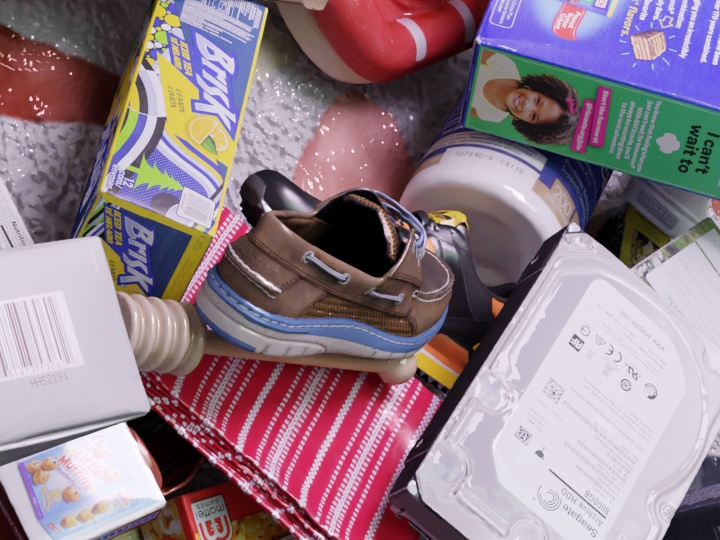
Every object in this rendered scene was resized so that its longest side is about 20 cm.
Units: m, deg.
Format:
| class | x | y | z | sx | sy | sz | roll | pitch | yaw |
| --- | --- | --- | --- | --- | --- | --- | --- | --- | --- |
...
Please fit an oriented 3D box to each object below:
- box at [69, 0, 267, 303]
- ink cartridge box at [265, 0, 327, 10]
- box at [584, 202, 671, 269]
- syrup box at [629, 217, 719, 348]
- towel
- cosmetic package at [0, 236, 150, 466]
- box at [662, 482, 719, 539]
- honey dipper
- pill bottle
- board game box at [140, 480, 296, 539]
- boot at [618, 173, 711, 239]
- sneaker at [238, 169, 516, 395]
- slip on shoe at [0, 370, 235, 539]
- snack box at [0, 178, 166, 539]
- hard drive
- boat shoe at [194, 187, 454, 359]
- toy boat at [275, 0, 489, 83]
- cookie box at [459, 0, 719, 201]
| class | x | y | z | sx | sy | sz | roll | pitch | yaw |
| --- | --- | --- | --- | --- | --- | --- | --- | --- | --- |
| box | -0.101 | -0.071 | 1.032 | 0.064 | 0.070 | 0.201 | 22 | 41 | -11 |
| ink cartridge box | -0.114 | -0.231 | 1.080 | 0.199 | 0.075 | 0.165 | 1 | 43 | -43 |
| box | 0.148 | 0.058 | 1.260 | 0.050 | 0.075 | 0.201 | 33 | 53 | -31 |
| syrup box | 0.149 | 0.055 | 1.162 | 0.199 | 0.081 | 0.079 | -32 | 83 | -32 |
| towel | -0.035 | 0.064 | 1.036 | 0.200 | 0.022 | 0.145 | 42 | 41 | -8 |
| cosmetic package | -0.196 | 0.054 | 0.853 | 0.106 | 0.200 | 0.091 | -12 | 80 | -42 |
| box | 0.198 | 0.210 | 1.156 | 0.107 | 0.199 | 0.149 | -14 | 84 | -44 |
| honey dipper | -0.046 | 0.042 | 1.003 | 0.199 | 0.038 | 0.038 | 11 | 67 | -40 |
| pill bottle | 0.109 | -0.080 | 1.248 | 0.111 | 0.111 | 0.201 | 47 | 49 | -19 |
| board game box | -0.025 | 0.204 | 1.059 | 0.151 | 0.046 | 0.201 | -13 | 84 | -45 |
| boot | 0.227 | -0.072 | 1.304 | 0.073 | 0.096 | 0.200 | 40 | 9 | 2 |
| sneaker | 0.016 | -0.013 | 1.141 | 0.090 | 0.070 | 0.200 | -50 | 120 | -3 |
| slip on shoe | -0.133 | 0.103 | 0.988 | 0.200 | 0.061 | 0.074 | -35 | 100 | -44 |
| snack box | -0.171 | 0.044 | 0.956 | 0.072 | 0.024 | 0.201 | -21 | 74 | -31 |
| hard drive | 0.116 | 0.089 | 1.062 | 0.140 | 0.038 | 0.200 | 41 | 59 | -7 |
| boat shoe | 0.000 | 0.000 | 1.010 | 0.072 | 0.073 | 0.200 | 41 | 22 | 21 |
| toy boat | 0.038 | -0.199 | 1.214 | 0.200 | 0.130 | 0.131 | -28 | 93 | -45 |
| cookie box | 0.179 | -0.140 | 1.183 | 0.199 | 0.075 | 0.172 | 16 | 50 | 8 |
